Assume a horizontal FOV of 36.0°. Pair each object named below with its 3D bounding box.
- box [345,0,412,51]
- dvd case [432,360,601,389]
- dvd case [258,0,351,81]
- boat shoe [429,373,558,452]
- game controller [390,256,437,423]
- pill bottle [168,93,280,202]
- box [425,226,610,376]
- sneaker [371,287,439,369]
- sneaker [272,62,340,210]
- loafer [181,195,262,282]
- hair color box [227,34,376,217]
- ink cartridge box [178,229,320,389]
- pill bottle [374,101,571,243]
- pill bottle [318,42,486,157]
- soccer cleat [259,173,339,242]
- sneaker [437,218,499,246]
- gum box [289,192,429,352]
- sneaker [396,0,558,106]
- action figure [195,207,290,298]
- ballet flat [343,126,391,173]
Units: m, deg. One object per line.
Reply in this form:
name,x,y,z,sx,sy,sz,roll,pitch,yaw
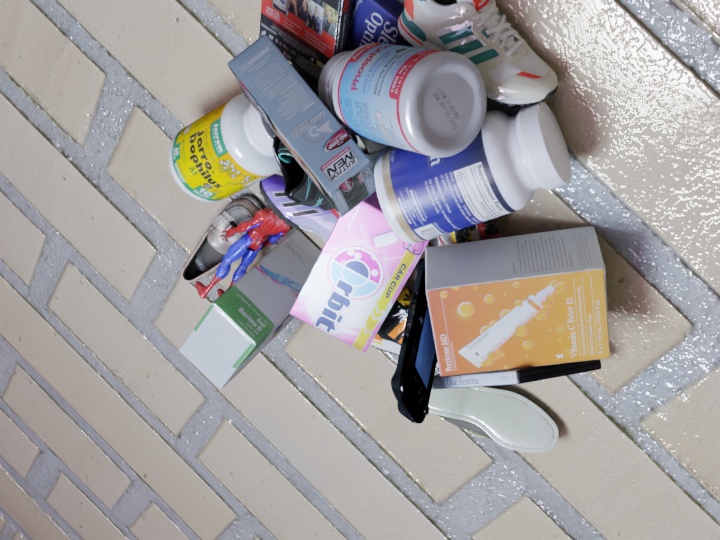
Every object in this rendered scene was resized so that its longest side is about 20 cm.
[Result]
box,0.027,-0.259,1.302,0.200,0.032,0.121,38,138,10
dvd case,0.179,0.129,1.376,0.200,0.142,0.018,-13,84,54
dvd case,-0.063,-0.332,1.292,0.146,0.022,0.201,38,137,34
boat shoe,0.173,0.193,1.504,0.201,0.072,0.060,20,174,13
game controller,0.076,0.082,1.351,0.042,0.201,0.105,6,149,13
pill bottle,-0.158,-0.169,1.467,0.199,0.113,0.113,-19,108,46
box,0.181,0.036,1.282,0.199,0.098,0.125,-7,121,8
sneaker,0.076,0.069,1.481,0.199,0.070,0.090,12,131,36
sneaker,-0.066,-0.175,1.363,0.075,0.079,0.201,-18,78,50
loafer,-0.206,-0.037,1.645,0.072,0.063,0.200,47,139,-1
hair color box,-0.065,-0.166,1.278,0.200,0.061,0.099,51,178,15
ink cartridge box,-0.144,0.052,1.560,0.087,0.200,0.145,42,138,1
pill bottle,0.125,-0.111,1.236,0.199,0.116,0.116,-18,110,23
pill bottle,0.038,-0.191,1.209,0.200,0.108,0.109,23,137,54
soccer cleat,-0.046,-0.077,1.486,0.200,0.068,0.073,39,126,7
sneaker,0.144,-0.009,1.377,0.082,0.078,0.201,30,145,55
gum box,0.000,0.000,1.425,0.113,0.066,0.201,28,115,-2
sneaker,0.129,-0.256,1.187,0.199,0.070,0.094,36,143,17
action figure,-0.159,-0.038,1.577,0.065,0.052,0.200,25,120,-36
ballet flat,0.009,-0.152,1.377,0.199,0.069,0.072,-1,115,45
